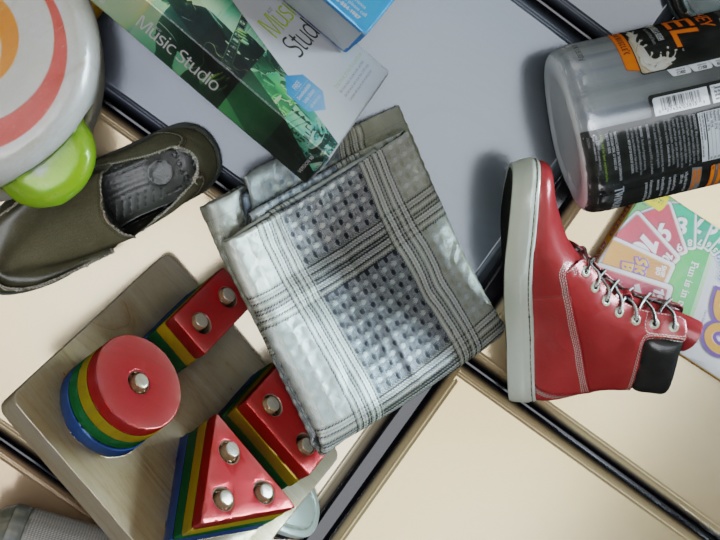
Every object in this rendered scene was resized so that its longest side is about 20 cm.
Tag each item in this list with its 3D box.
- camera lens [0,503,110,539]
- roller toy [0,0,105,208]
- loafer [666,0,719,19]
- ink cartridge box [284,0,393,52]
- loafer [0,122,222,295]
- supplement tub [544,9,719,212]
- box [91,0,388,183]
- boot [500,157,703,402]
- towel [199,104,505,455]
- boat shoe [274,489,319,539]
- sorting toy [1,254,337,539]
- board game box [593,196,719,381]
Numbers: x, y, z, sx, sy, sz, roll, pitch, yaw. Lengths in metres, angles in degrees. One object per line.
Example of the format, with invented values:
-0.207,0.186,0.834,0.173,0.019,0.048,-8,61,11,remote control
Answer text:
-0.194,0.264,1.304,0.199,0.160,0.161,16,94,-5,camera lens
-0.270,-0.144,1.274,0.181,0.140,0.201,4,85,-5,roller toy
0.266,-0.278,1.332,0.071,0.063,0.201,12,94,-4,loafer
0.014,-0.271,1.303,0.116,0.068,0.200,40,78,-7,ink cartridge box
-0.194,-0.047,1.321,0.199,0.070,0.075,-31,96,0,loafer
0.241,-0.121,1.315,0.199,0.123,0.123,-13,96,-3,supplement tub
-0.082,-0.165,1.284,0.200,0.145,0.036,39,124,-6,box
0.173,0.005,1.314,0.143,0.073,0.201,-3,124,7,boot
0.000,0.000,1.312,0.192,0.034,0.201,-30,96,-31,towel
-0.119,0.139,1.349,0.200,0.076,0.060,40,130,-15,boat shoe
-0.113,0.104,1.277,0.200,0.199,0.069,50,132,-7,sorting toy
0.270,0.027,1.380,0.199,0.030,0.096,32,93,-8,board game box
